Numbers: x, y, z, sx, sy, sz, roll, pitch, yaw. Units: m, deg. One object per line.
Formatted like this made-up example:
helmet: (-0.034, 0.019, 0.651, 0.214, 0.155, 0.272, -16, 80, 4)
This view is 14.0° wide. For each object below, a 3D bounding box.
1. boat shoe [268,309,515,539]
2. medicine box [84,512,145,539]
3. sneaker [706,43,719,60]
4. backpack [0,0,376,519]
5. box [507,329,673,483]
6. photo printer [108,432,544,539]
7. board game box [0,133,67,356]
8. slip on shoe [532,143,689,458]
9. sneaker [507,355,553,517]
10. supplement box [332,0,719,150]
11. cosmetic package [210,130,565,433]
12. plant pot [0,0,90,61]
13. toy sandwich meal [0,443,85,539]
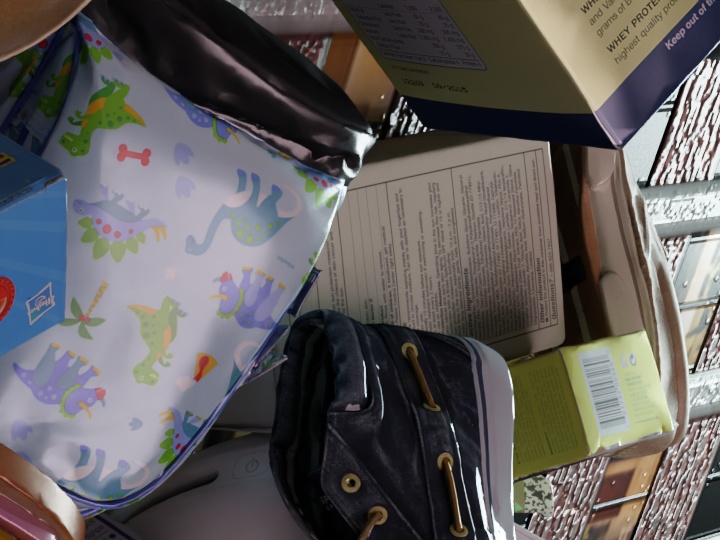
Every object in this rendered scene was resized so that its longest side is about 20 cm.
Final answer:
boat shoe: (0.012, 0.112, 1.139, 0.091, 0.200, 0.071, 15, 147, -33)
medicine box: (-0.123, 0.202, 1.155, 0.182, 0.200, 0.103, -33, 140, -36)
sneaker: (0.191, -0.131, 1.434, 0.200, 0.088, 0.076, 13, 104, -57)
backpack: (-0.100, -0.005, 1.087, 0.163, 0.154, 0.200, 35, 102, -32)
box: (0.034, 0.077, 1.292, 0.075, 0.200, 0.050, -10, 83, -52)
photo printer: (-0.011, 0.141, 1.263, 0.200, 0.166, 0.069, 31, 52, -26)
board game box: (-0.223, -0.009, 0.848, 0.196, 0.200, 0.056, -30, 138, -38)
slip on shoe: (0.110, -0.010, 1.350, 0.061, 0.200, 0.076, 7, 152, -40)
sneaker: (0.050, 0.096, 1.418, 0.200, 0.089, 0.077, -39, 141, -25)
supplement box: (0.068, -0.187, 1.100, 0.200, 0.134, 0.200, -48, 118, -19)
cosmetic package: (0.000, 0.000, 1.258, 0.200, 0.073, 0.104, -12, 100, -49)
plant pot: (-0.141, -0.163, 0.970, 0.200, 0.027, 0.200, -19, 119, -38)
toy sandwich meal: (-0.188, 0.119, 1.025, 0.205, 0.205, 0.070, 90, -3, -46)
